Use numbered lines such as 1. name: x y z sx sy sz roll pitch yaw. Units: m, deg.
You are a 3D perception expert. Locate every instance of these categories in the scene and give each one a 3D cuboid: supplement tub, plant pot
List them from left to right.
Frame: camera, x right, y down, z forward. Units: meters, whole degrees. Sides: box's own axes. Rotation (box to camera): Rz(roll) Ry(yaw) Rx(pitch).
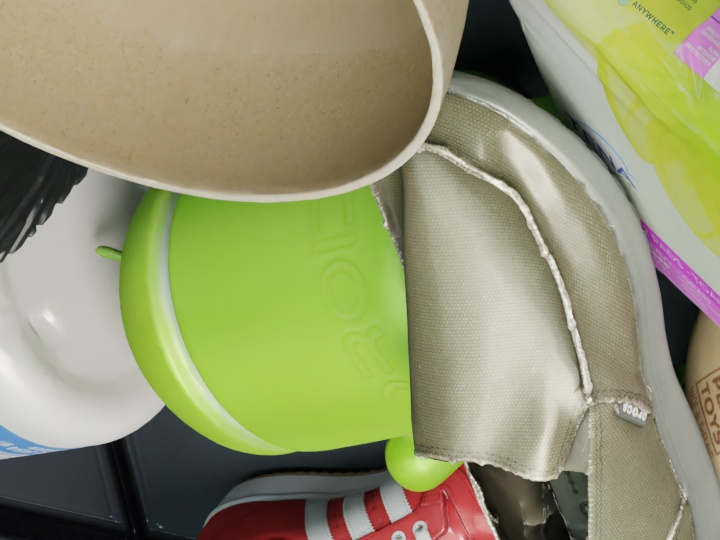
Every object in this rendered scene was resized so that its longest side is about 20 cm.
1. supplement tub: -0.171 0.011 1.055 0.199 0.132 0.132 -11 115 39
2. plant pot: -0.051 -0.130 0.733 0.199 0.135 0.201 17 152 9

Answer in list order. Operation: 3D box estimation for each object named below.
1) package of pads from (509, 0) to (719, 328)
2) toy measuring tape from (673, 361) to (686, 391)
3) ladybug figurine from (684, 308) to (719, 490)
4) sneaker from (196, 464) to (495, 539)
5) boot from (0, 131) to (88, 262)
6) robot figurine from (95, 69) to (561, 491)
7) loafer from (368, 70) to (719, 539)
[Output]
1. package of pads: 0.117 -0.031 0.743 0.200 0.068 0.155 47 170 42
2. toy measuring tape: 0.141 0.086 0.961 0.073 0.074 0.200 -17 134 41
3. ladybug figurine: 0.187 0.017 0.833 0.200 0.072 0.136 -27 67 33
4. sneaker: -0.002 0.120 1.031 0.200 0.113 0.071 -16 112 41
5. boot: -0.165 -0.083 0.936 0.168 0.200 0.077 24 126 13
6. robot figurine: 0.000 0.000 0.939 0.199 0.116 0.176 -14 125 40
7. loafer: 0.050 0.030 0.814 0.075 0.070 0.200 7 133 48
